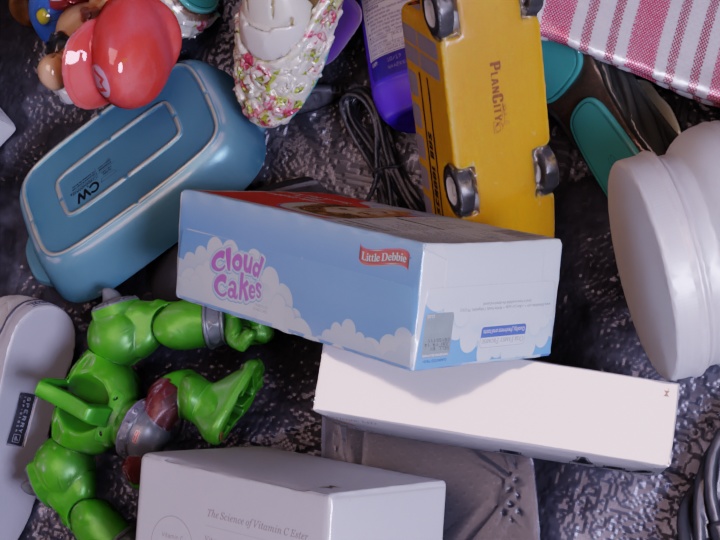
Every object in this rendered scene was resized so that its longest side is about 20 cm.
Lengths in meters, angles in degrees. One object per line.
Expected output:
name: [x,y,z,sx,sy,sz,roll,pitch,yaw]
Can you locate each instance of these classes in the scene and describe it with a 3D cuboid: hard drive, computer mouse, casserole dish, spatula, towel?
hard drive: [0.045,0.148,0.905,0.133,0.042,0.202,-7,78,14]
computer mouse: [-0.061,-0.048,0.971,0.198,0.046,0.142,-18,76,12]
casserole dish: [-0.152,-0.066,0.986,0.199,0.039,0.122,-35,52,8]
spatula: [-0.061,-0.217,1.000,0.057,0.020,0.201,-51,52,29]
towel: [0.203,-0.172,0.886,0.198,0.030,0.148,20,76,-1]

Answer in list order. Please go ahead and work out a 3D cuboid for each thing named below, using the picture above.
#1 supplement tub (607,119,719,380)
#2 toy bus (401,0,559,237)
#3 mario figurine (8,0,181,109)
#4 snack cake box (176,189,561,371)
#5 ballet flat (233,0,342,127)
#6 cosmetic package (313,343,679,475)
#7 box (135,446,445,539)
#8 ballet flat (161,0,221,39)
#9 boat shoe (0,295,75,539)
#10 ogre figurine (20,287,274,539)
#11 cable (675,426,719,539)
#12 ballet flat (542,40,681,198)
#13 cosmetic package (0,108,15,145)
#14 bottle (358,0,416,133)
supplement tub: [0.248,-0.023,0.809,0.198,0.140,0.142,-14,76,-2]
toy bus: [0.069,-0.098,0.868,0.064,0.078,0.202,-15,116,-14]
mario figurine: [-0.201,-0.160,0.972,0.200,0.123,0.107,42,108,44]
snack cake box: [0.000,0.000,0.833,0.199,0.114,0.068,14,103,45]
ballet flat: [-0.039,-0.189,0.916,0.075,0.064,0.202,26,96,28]
cosmetic package: [0.078,0.078,0.846,0.198,0.083,0.051,8,78,10]
box: [-0.045,0.212,0.847,0.151,0.106,0.203,5,90,40]
ballet flat: [-0.143,-0.249,1.025,0.064,0.075,0.202,-26,64,45]
boat shoe: [-0.255,0.112,0.993,0.069,0.071,0.202,15,87,45]
ogre figurine: [-0.138,0.095,0.937,0.119,0.098,0.202,23,109,13]
cable: [0.266,0.148,0.845,0.162,0.051,0.202,19,88,23]
ballet flat: [0.145,-0.115,0.917,0.201,0.068,0.068,60,142,8]
cosmetic package: [-0.378,-0.091,0.989,0.199,0.200,0.123,-45,71,3]
bottle: [0.037,-0.194,0.960,0.083,0.065,0.202,-13,76,19]
